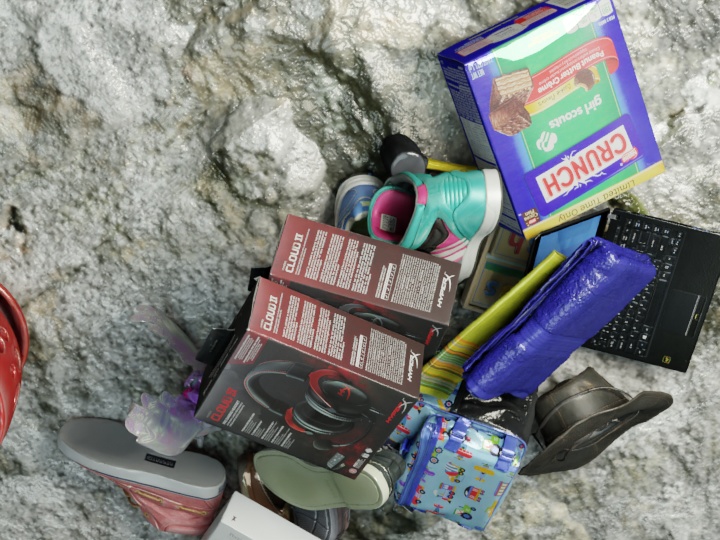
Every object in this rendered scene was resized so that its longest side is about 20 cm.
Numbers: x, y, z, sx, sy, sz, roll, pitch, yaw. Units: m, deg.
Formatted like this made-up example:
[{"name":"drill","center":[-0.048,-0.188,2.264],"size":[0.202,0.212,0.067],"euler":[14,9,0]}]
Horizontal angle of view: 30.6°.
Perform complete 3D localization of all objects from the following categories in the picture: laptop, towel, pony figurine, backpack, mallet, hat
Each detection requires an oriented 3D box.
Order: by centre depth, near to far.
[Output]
[{"name":"towel","center":[0.194,0.048,1.302],"size":[0.200,0.148,0.050],"euler":[-45,68,17]},{"name":"towel","center":[0.136,0.057,1.310],"size":[0.200,0.086,0.018],"euler":[-43,65,15]},{"name":"laptop","center":[0.265,0.037,1.372],"size":[0.199,0.103,0.178],"euler":[14,123,6]},{"name":"mallet","center":[0.119,-0.099,1.372],"size":[0.199,0.066,0.041],"euler":[12,111,-7]},{"name":"pony figurine","center":[-0.156,0.133,1.426],"size":[0.199,0.167,0.193],"euler":[-13,141,23]},{"name":"backpack","center":[0.072,0.173,1.439],"size":[0.199,0.135,0.183],"euler":[22,136,-3]},{"name":"hat","center":[0.244,0.156,1.461],"size":[0.200,0.200,0.081],"euler":[-35,68,13]}]

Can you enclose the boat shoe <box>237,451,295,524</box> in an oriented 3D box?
[{"name":"boat shoe","center":[-0.088,0.287,1.538],"size":[0.071,0.076,0.201],"euler":[-20,121,3]}]

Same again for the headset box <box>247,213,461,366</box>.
[{"name":"headset box","center":[-0.014,0.030,1.320],"size":[0.199,0.078,0.149],"euler":[15,149,-2]}]

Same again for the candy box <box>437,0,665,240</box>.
[{"name":"candy box","center":[0.193,-0.157,1.322],"size":[0.169,0.077,0.201],"euler":[-27,114,-8]}]

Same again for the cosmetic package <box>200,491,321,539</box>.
[{"name":"cosmetic package","center":[-0.092,0.352,1.494],"size":[0.199,0.052,0.151],"euler":[31,134,-5]}]

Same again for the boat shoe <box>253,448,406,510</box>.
[{"name":"boat shoe","center":[-0.032,0.210,1.420],"size":[0.199,0.066,0.075],"euler":[-9,110,47]}]

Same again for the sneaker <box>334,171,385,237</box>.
[{"name":"sneaker","center":[0.000,0.000,1.408],"size":[0.075,0.077,0.201],"euler":[-5,116,-1]}]

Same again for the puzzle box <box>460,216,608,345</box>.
[{"name":"puzzle box","center":[0.223,0.006,1.442],"size":[0.199,0.025,0.134],"euler":[15,113,-8]}]

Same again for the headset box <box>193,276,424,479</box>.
[{"name":"headset box","center":[-0.060,0.104,1.278],"size":[0.199,0.075,0.149],"euler":[24,131,-13]}]

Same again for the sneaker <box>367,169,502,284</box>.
[{"name":"sneaker","center":[0.064,-0.041,1.343],"size":[0.120,0.084,0.200],"euler":[1,154,-9]}]

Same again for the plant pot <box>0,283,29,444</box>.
[{"name":"plant pot","center":[-0.452,0.103,1.386],"size":[0.199,0.183,0.201],"euler":[-1,113,-1]}]

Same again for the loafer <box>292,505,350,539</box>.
[{"name":"loafer","center":[-0.045,0.212,1.501],"size":[0.072,0.063,0.201],"euler":[-1,93,31]}]

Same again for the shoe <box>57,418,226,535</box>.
[{"name":"shoe","center":[-0.255,0.241,1.511],"size":[0.199,0.072,0.091],"euler":[17,125,1]}]
